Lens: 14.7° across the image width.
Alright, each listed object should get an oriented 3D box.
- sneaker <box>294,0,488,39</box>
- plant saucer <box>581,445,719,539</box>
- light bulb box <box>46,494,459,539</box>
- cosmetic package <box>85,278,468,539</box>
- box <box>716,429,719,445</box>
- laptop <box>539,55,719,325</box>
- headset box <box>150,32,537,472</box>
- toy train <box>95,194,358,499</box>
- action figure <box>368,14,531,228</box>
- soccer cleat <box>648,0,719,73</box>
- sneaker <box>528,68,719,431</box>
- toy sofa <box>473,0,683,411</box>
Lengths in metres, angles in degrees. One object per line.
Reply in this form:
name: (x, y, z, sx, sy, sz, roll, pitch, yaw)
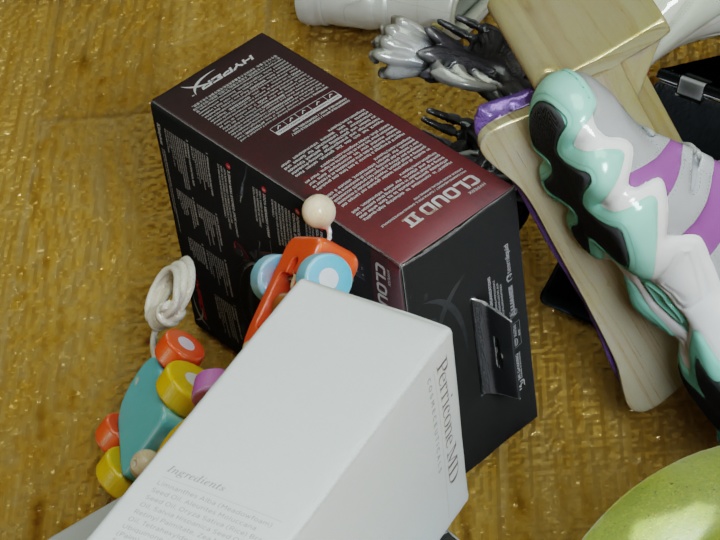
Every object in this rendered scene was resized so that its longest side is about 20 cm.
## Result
sneaker: (0.051, -0.206, 1.601, 0.115, 0.074, 0.200, 12, 55, 19)
plant saucer: (0.159, 0.166, 1.079, 0.200, 0.200, 0.031, -24, 13, -17)
light bulb box: (-0.039, 0.188, 1.134, 0.198, 0.125, 0.200, -31, 45, -23)
cosmetic package: (-0.038, 0.109, 1.053, 0.071, 0.102, 0.200, 17, 49, 25)
box: (0.262, 0.078, 1.254, 0.200, 0.049, 0.082, -5, 50, 4)
laptop: (0.229, -0.024, 1.404, 0.187, 0.116, 0.200, 24, 24, 31)
headset box: (0.000, 0.000, 1.317, 0.075, 0.149, 0.200, -34, 47, -26)
toy train: (-0.053, 0.048, 1.272, 0.200, 0.056, 0.150, -9, 57, 66)
action figure: (0.046, -0.061, 1.371, 0.102, 0.119, 0.200, 12, 16, -1)
soccer cleat: (0.164, -0.148, 1.506, 0.200, 0.078, 0.069, -16, 42, -8)
sneaker: (0.168, -0.035, 1.204, 0.140, 0.200, 0.078, -39, 24, -9)
toy sofa: (0.121, -0.039, 1.273, 0.098, 0.200, 0.083, -29, 34, 6)
